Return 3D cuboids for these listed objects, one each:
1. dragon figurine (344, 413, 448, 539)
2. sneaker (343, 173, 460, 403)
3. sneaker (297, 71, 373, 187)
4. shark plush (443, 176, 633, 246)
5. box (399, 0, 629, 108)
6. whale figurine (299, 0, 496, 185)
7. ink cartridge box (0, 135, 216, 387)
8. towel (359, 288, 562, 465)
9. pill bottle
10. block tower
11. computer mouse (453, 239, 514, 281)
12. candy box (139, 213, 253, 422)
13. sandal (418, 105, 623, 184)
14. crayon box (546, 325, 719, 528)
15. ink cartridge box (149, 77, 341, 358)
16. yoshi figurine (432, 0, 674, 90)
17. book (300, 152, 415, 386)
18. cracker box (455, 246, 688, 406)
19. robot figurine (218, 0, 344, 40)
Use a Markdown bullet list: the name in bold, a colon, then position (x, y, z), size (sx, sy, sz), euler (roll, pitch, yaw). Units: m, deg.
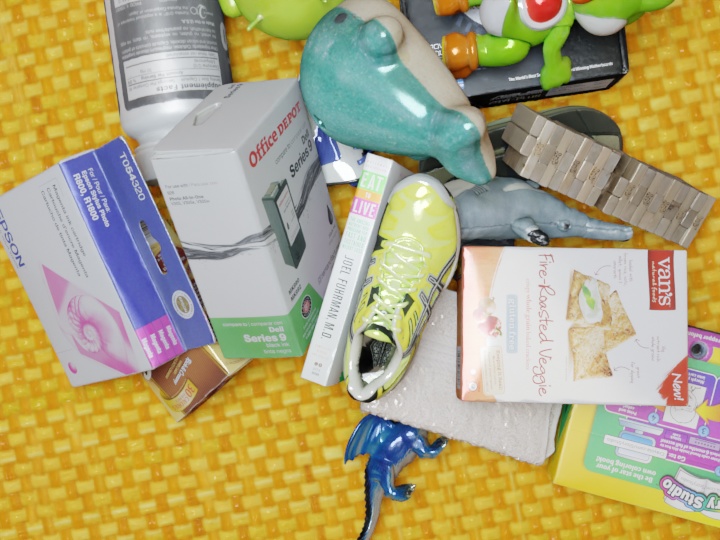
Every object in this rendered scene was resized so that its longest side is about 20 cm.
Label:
- **dragon figurine**: position (0.018, 0.172, 0.872), size (0.099, 0.059, 0.201), euler (36, 89, 5)
- **sneaker**: position (0.035, 0.021, 0.743), size (0.074, 0.076, 0.203), euler (15, 109, 7)
- **sneaker**: position (-0.019, -0.144, 0.867), size (0.115, 0.081, 0.200), euler (36, 100, 0)
- **shark plush**: position (0.145, -0.036, 0.812), size (0.197, 0.084, 0.092), euler (19, 112, -14)
- **box**: position (0.137, -0.243, 0.841), size (0.197, 0.086, 0.167), euler (-7, 90, 5)
- **whale figurine**: position (0.024, -0.133, 0.732), size (0.103, 0.160, 0.200), euler (-38, 57, -7)
- **ink cartridge box**: position (-0.243, 0.001, 0.818), size (0.198, 0.043, 0.199), euler (-16, 101, 42)
- **towel**: position (0.104, 0.096, 0.842), size (0.197, 0.034, 0.135), euler (18, 81, -13)
- **pill bottle**: position (-0.178, -0.187, 0.855), size (0.111, 0.113, 0.203), euler (-7, 91, 5)
- **block tower**: position (0.222, -0.085, 0.816), size (0.198, 0.058, 0.055), euler (21, 108, -18)
- **computer mouse**: position (0.110, 0.023, 0.881), size (0.058, 0.034, 0.203), euler (7, 97, -12)
- **candy box**: position (-0.195, 0.033, 0.862), size (0.201, 0.056, 0.117), euler (51, 132, 2)
- **sandal**: position (0.151, -0.118, 0.853), size (0.198, 0.058, 0.081), euler (-5, 115, -2)
- **crayon box**: position (0.295, 0.138, 0.850), size (0.197, 0.058, 0.175), euler (14, 93, 4)
- **ink cartridge box**: position (-0.089, -0.046, 0.789), size (0.083, 0.147, 0.202), euler (-2, 124, 21)
- **yoshi figurine**: position (0.167, -0.224, 0.763), size (0.197, 0.113, 0.113), euler (-7, 50, 19)
- **book**: position (0.000, 0.000, 0.832), size (0.047, 0.134, 0.203), euler (17, 93, 12)
- **cracker box**: position (0.185, 0.049, 0.795), size (0.197, 0.058, 0.136), euler (1, 85, 1)
- **robot figurine**: position (-0.056, -0.290, 0.807), size (0.173, 0.116, 0.202), euler (-16, 49, 23)
